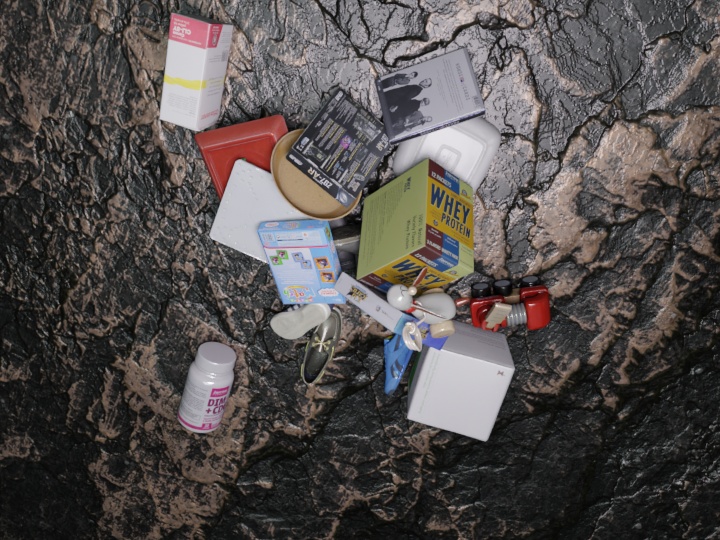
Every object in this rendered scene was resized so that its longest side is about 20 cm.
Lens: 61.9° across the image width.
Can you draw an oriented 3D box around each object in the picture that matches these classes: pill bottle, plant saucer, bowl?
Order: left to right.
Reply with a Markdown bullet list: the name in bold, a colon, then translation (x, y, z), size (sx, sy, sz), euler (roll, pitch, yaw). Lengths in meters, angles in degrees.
- **pill bottle**: translation (-0.377, 0.287, 1.481), size (0.112, 0.114, 0.203), euler (19, 111, -3)
- **plant saucer**: translation (-0.227, -0.203, 1.251), size (0.196, 0.037, 0.202), euler (-9, 122, 12)
- **plant saucer**: translation (-0.091, -0.188, 1.209), size (0.199, 0.202, 0.035), euler (37, 148, -10)
- **bowl**: translation (0.180, -0.241, 1.260), size (0.197, 0.075, 0.202), euler (26, 112, -4)

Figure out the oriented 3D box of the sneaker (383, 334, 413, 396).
- **sneaker**: translation (0.084, 0.205, 1.444), size (0.077, 0.066, 0.203), euler (22, 111, 9)

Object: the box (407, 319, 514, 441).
- **box**: translation (0.224, 0.243, 1.383), size (0.197, 0.172, 0.202), euler (15, 111, -1)

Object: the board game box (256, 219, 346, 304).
- **board game box**: translation (-0.120, -0.014, 1.276), size (0.149, 0.037, 0.202), euler (-1, 128, 16)

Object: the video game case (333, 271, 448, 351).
- **video game case**: translation (0.066, 0.087, 1.237), size (0.199, 0.180, 0.046), euler (27, 94, -51)

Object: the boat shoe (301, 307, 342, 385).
- **boat shoe**: translation (-0.094, 0.184, 1.447), size (0.071, 0.060, 0.204), euler (19, 111, -3)

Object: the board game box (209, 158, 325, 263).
- **board game box**: translation (-0.198, -0.114, 1.269), size (0.197, 0.026, 0.202), euler (24, 122, -9)

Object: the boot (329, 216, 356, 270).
- **boot**: translation (-0.105, -0.089, 1.339), size (0.162, 0.066, 0.203), euler (-16, 115, -3)

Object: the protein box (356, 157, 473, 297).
- **protein box**: translation (0.111, -0.075, 1.206), size (0.134, 0.202, 0.199), euler (24, 147, -32)

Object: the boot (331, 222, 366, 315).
- **boot**: translation (0.000, 0.001, 1.336), size (0.179, 0.072, 0.203), euler (-13, 118, -31)

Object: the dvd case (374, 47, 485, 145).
- **dvd case**: translation (0.136, -0.349, 1.204), size (0.197, 0.025, 0.153), euler (-15, 71, 10)

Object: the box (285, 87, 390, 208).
- **box**: translation (-0.035, -0.252, 1.216), size (0.159, 0.201, 0.043), euler (37, 149, -11)

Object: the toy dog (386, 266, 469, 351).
- **toy dog**: translation (0.137, 0.061, 1.115), size (0.095, 0.199, 0.134), euler (-28, 82, 25)

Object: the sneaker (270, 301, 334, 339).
- **sneaker**: translation (-0.130, 0.099, 1.419), size (0.198, 0.085, 0.075), euler (-22, 112, 38)

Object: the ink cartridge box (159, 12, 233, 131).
- **ink cartridge box**: translation (-0.329, -0.399, 1.204), size (0.082, 0.145, 0.203), euler (14, 111, 0)

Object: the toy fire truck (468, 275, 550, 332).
- **toy fire truck**: translation (0.328, 0.084, 1.300), size (0.173, 0.201, 0.131), euler (-8, 111, 8)
